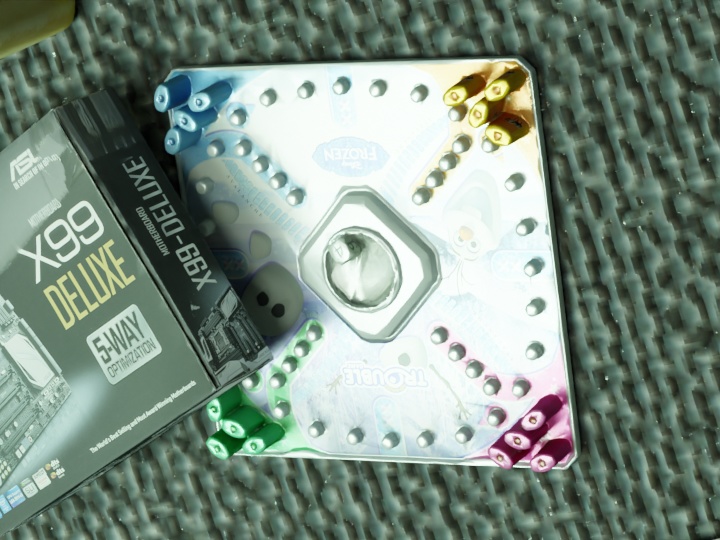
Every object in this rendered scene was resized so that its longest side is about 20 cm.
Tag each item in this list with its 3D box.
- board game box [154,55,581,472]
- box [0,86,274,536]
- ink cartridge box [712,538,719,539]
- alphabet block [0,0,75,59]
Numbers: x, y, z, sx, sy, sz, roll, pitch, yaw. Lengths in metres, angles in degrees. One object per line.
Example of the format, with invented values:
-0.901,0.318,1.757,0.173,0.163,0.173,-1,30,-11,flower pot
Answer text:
0.000,0.000,1.380,0.199,0.026,0.201,0,107,28,board game box
-0.154,0.024,1.442,0.200,0.050,0.158,-33,86,41,box
0.183,0.200,1.342,0.200,0.057,0.163,-28,92,25,ink cartridge box
-0.292,-0.154,1.386,0.195,0.200,0.197,-19,97,32,alphabet block
